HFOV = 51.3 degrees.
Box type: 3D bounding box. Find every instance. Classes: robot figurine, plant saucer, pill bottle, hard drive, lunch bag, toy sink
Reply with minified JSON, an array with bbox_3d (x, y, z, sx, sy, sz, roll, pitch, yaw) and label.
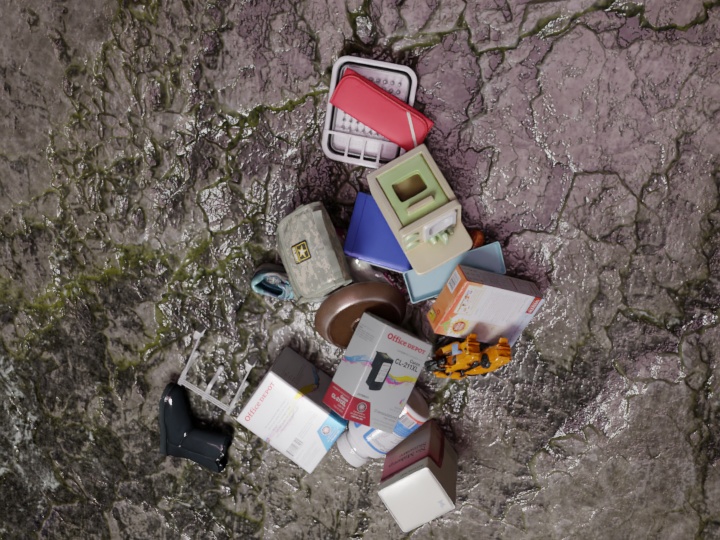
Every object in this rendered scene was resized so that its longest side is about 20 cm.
[{"bbox_3d":[0.215,0.179,1.524,0.143,0.200,0.059,10,70,-19],"label":"robot figurine"},{"bbox_3d":[0.003,0.104,1.548,0.197,0.035,0.202,-8,138,-7],"label":"plant saucer"},{"bbox_3d":[0.044,0.334,1.627,0.200,0.112,0.112,-42,96,18],"label":"pill bottle"},{"bbox_3d":[0.073,-0.067,1.508,0.197,0.025,0.134,16,80,-2],"label":"hard drive"},{"bbox_3d":[-0.092,-0.033,1.466,0.116,0.200,0.166,-17,84,-16],"label":"lunch bag"},{"bbox_3d":[0.185,0.002,1.476,0.197,0.019,0.071,-18,111,3],"label":"plant saucer"},{"bbox_3d":[0.116,-0.114,1.429,0.129,0.112,0.202,-28,74,-1],"label":"toy sink"}]

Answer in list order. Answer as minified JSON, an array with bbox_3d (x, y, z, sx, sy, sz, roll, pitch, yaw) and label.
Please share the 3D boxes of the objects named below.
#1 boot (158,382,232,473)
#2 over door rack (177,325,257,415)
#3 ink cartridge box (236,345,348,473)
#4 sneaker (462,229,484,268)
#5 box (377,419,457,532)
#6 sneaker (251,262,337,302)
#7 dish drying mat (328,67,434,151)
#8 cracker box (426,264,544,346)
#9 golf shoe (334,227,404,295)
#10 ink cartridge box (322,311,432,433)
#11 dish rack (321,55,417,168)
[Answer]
[{"bbox_3d":[-0.375,0.362,1.724,0.165,0.077,0.203,12,115,10],"label":"boot"},{"bbox_3d":[-0.315,0.218,1.670,0.146,0.067,0.201,30,130,1],"label":"over door rack"},{"bbox_3d":[-0.136,0.298,1.629,0.199,0.146,0.147,36,109,-2],"label":"ink cartridge box"},{"bbox_3d":[0.221,0.013,1.535,0.076,0.073,0.203,6,110,-18],"label":"sneaker"},{"bbox_3d":[0.125,0.431,1.594,0.127,0.200,0.110,-31,100,16],"label":"box"},{"bbox_3d":[-0.138,0.039,1.584,0.196,0.086,0.079,5,108,8],"label":"sneaker"},{"bbox_3d":[0.040,-0.305,1.444,0.198,0.018,0.077,32,109,0],"label":"dish drying mat"},{"bbox_3d":[0.248,0.073,1.484,0.197,0.058,0.135,13,122,-27],"label":"cracker box"},{"bbox_3d":[0.000,0.000,1.558,0.200,0.075,0.091,45,113,-3],"label":"golf shoe"},{"bbox_3d":[0.035,0.205,1.505,0.145,0.082,0.202,25,90,-37],"label":"ink cartridge box"},{"bbox_3d":[0.019,-0.310,1.478,0.169,0.044,0.203,12,108,7],"label":"dish rack"}]
